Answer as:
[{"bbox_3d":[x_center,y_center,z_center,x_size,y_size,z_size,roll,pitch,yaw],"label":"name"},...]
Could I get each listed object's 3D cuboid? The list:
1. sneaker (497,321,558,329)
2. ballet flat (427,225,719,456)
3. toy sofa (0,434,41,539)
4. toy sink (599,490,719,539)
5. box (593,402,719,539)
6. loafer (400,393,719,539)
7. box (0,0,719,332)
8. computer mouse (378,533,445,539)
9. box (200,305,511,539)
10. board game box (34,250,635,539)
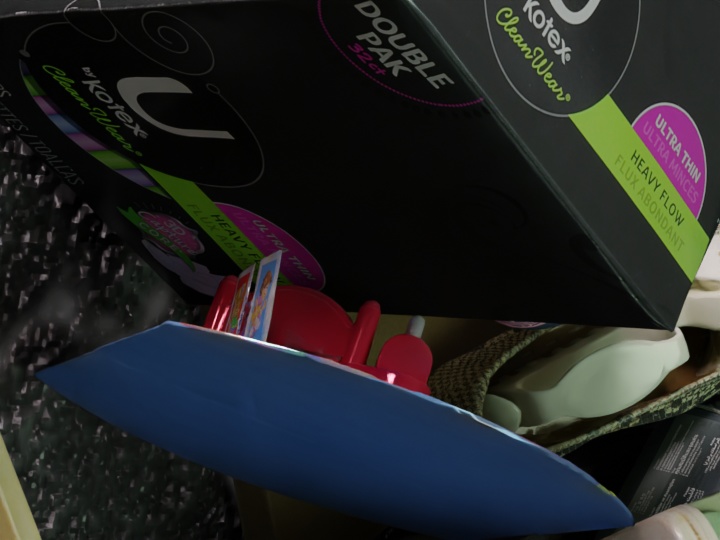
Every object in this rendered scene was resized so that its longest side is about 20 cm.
[{"bbox_3d":[0.047,-0.077,0.815,0.082,0.070,0.200,-36,111,-76],"label":"sneaker"},{"bbox_3d":[0.109,0.029,0.909,0.200,0.075,0.068,-27,94,-28],"label":"ballet flat"},{"bbox_3d":[-0.184,0.097,0.622,0.200,0.098,0.083,-24,93,-48],"label":"toy sofa"},{"bbox_3d":[0.129,0.139,0.781,0.112,0.200,0.131,-19,79,-23],"label":"toy sink"},{"bbox_3d":[0.125,0.177,0.953,0.200,0.046,0.159,-59,139,-21],"label":"box"},{"bbox_3d":[0.096,0.102,0.993,0.200,0.073,0.071,-20,104,-39],"label":"loafer"},{"bbox_3d":[0.001,-0.075,0.688,0.149,0.200,0.124,47,59,-37],"label":"box"},{"bbox_3d":[0.015,0.180,0.899,0.138,0.053,0.200,-43,130,-35],"label":"computer mouse"},{"bbox_3d":[0.000,0.000,0.879,0.163,0.021,0.200,-36,127,-44],"label":"box"},{"bbox_3d":[-0.005,0.037,0.731,0.158,0.200,0.039,23,73,-19],"label":"board game box"}]
